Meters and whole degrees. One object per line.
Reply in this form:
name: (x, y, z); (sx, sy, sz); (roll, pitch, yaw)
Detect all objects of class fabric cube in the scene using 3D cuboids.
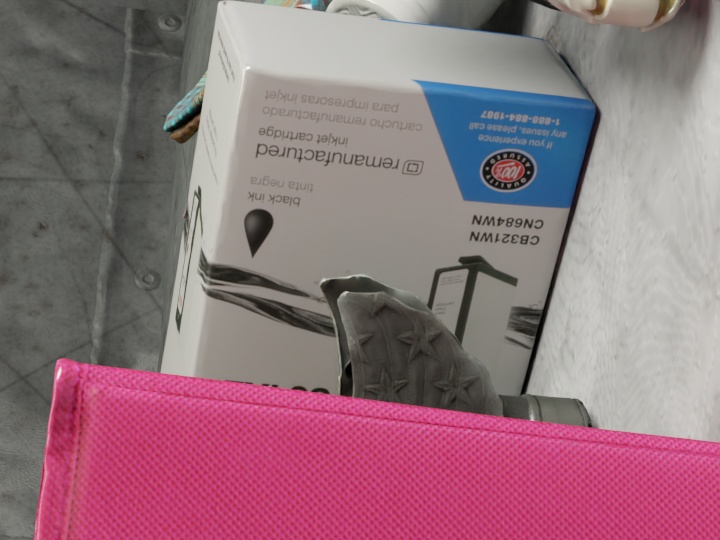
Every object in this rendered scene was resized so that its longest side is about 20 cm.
fabric cube: (0.011, 0.145, 0.410); (0.200, 0.199, 0.196); (126, 151, -70)

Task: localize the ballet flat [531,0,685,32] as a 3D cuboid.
ballet flat: (0.088, -0.119, 0.536); (0.200, 0.073, 0.073); (123, 152, -63)

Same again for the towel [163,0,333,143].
towel: (-0.015, -0.156, 0.850); (0.147, 0.022, 0.200); (-34, 17, 51)

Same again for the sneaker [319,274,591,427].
sneaker: (0.024, 0.106, 0.629); (0.060, 0.104, 0.200); (-125, 43, -75)

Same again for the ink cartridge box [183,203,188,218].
ink cartridge box: (-0.019, -0.106, 0.945); (0.174, 0.044, 0.200); (-52, 0, -18)

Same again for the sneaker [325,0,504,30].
sneaker: (0.030, -0.097, 0.823); (0.116, 0.074, 0.200); (-53, -11, -29)

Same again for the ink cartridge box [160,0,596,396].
ink cartridge box: (0.000, 0.000, 0.716); (0.084, 0.146, 0.200); (-113, 30, -60)
